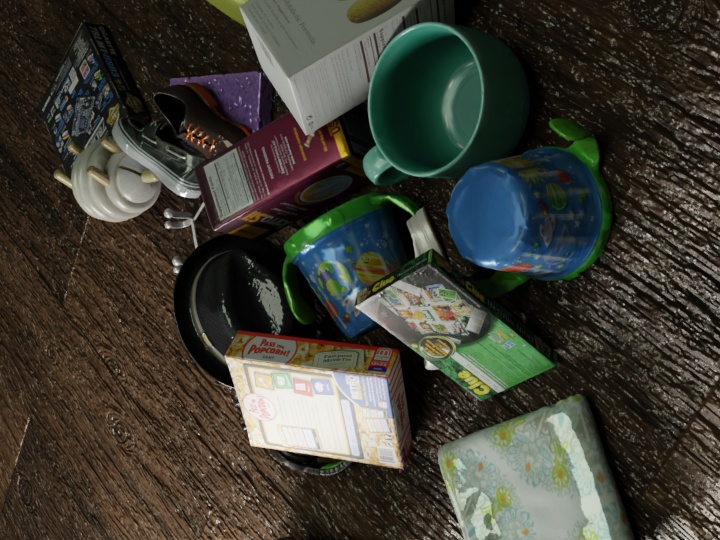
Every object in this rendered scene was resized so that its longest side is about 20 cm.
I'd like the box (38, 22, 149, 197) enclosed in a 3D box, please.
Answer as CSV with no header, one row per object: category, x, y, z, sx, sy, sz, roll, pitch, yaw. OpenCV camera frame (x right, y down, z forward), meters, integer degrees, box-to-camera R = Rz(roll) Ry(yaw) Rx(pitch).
box,-0.435,-0.255,1.525,0.200,0.049,0.200,-46,64,35

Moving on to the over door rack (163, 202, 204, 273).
over door rack,-0.219,-0.023,1.300,0.199,0.066,0.150,-23,78,57

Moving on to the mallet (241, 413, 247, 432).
mallet,-0.149,0.119,1.239,0.066,0.041,0.203,-29,47,44

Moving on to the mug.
mug,0.088,-0.173,0.991,0.183,0.113,0.155,-2,93,44

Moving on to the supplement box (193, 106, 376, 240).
supplement box,-0.082,-0.119,1.123,0.198,0.110,0.087,-26,75,22

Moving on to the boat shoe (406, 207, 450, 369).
boat shoe,0.070,0.030,0.990,0.068,0.071,0.202,-14,122,7

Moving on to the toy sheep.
toy sheep,-0.367,-0.138,1.413,0.198,0.137,0.140,7,98,43

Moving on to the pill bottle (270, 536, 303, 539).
pill bottle,-0.072,0.399,1.190,0.198,0.112,0.115,-3,92,44

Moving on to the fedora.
fedora,-0.135,0.043,1.165,0.092,0.197,0.204,148,111,-69

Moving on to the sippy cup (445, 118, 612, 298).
sippy cup,0.157,-0.055,0.925,0.138,0.129,0.181,4,95,42

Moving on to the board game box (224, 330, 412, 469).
board game box,-0.046,0.150,1.094,0.197,0.047,0.153,6,129,18

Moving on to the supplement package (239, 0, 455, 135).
supplement package,-0.009,-0.261,1.009,0.198,0.110,0.114,-32,66,-6

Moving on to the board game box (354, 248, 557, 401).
board game box,0.099,0.060,0.954,0.104,0.199,0.024,-31,35,32

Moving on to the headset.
headset,-0.075,0.187,1.220,0.197,0.094,0.126,9,100,27

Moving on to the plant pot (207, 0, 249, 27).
plant pot,-0.092,-0.345,1.089,0.185,0.198,0.191,4,96,42

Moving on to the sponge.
sponge,-0.196,-0.215,1.315,0.198,0.030,0.114,7,99,42

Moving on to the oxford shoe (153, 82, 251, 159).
oxford shoe,-0.201,-0.173,1.251,0.200,0.072,0.072,44,123,24

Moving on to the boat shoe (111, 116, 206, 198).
boat shoe,-0.276,-0.177,1.334,0.199,0.072,0.072,37,111,31

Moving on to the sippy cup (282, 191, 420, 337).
sippy cup,0.000,0.000,1.077,0.132,0.138,0.178,62,153,7

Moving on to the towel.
towel,0.178,0.240,0.984,0.199,0.048,0.174,-29,74,41
